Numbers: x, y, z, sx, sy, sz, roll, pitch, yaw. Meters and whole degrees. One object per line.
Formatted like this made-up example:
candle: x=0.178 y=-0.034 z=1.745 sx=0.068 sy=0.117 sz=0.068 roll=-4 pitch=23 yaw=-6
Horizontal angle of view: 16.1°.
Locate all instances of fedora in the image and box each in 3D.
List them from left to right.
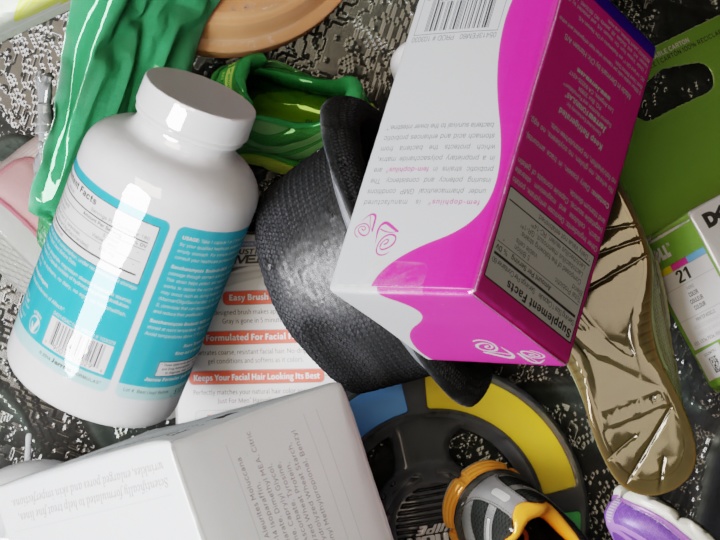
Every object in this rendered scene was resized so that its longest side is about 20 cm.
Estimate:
fedora: x=0.000 y=0.000 z=1.520 sx=0.091 sy=0.201 sz=0.201 roll=-24 pitch=85 yaw=18

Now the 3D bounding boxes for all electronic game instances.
electronic game: x=0.044 y=0.156 z=1.569 sx=0.199 sy=0.042 sz=0.201 roll=0 pitch=91 yaw=-13

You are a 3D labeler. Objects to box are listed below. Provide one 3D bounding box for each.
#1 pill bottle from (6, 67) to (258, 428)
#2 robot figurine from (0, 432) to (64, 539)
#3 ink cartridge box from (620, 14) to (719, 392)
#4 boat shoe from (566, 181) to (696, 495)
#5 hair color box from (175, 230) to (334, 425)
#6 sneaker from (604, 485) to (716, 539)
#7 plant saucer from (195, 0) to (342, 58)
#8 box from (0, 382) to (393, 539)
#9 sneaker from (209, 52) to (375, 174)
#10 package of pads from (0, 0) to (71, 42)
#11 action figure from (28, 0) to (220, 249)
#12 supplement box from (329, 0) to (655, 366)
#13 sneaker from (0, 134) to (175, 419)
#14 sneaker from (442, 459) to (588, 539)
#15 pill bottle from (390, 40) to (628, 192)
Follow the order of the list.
pill bottle: x=-0.128 y=-0.016 z=1.509 sx=0.111 sy=0.111 sz=0.200 roll=28 pitch=109 yaw=13
robot figurine: x=-0.191 y=0.205 z=1.609 sx=0.113 sy=0.169 sz=0.200 roll=-28 pitch=87 yaw=36
ink cartridge box: x=0.230 y=-0.052 z=1.492 sx=0.148 sy=0.076 sz=0.200 roll=-27 pitch=87 yaw=-24
boat shoe: x=0.146 y=0.029 z=1.476 sx=0.073 sy=0.063 sz=0.201 roll=-21 pitch=93 yaw=10
hair color box: x=-0.058 y=0.075 z=1.618 sx=0.111 sy=0.064 sz=0.201 roll=-1 pitch=92 yaw=14
sneaker: x=0.187 y=0.219 z=1.504 sx=0.083 sy=0.081 sz=0.200 roll=-31 pitch=111 yaw=-20
plant saucer: x=-0.087 y=-0.233 z=1.588 sx=0.200 sy=0.032 sz=0.201 roll=2 pitch=82 yaw=-12
box: x=-0.085 y=0.188 z=1.486 sx=0.199 sy=0.130 sz=0.201 roll=-17 pitch=91 yaw=50
sneaker: x=-0.085 y=-0.104 z=1.601 sx=0.199 sy=0.084 sz=0.074 roll=1 pitch=50 yaw=6
package of pads: x=-0.216 y=-0.245 z=1.652 sx=0.199 sy=0.068 sz=0.155 roll=-23 pitch=87 yaw=14
action figure: x=-0.157 y=-0.098 z=1.544 sx=0.055 sy=0.118 sz=0.201 roll=38 pitch=113 yaw=44
supplement box: x=0.074 y=-0.058 z=1.402 sx=0.101 sy=0.103 sz=0.201 roll=2 pitch=65 yaw=40
sneaker: x=-0.161 y=-0.004 z=1.638 sx=0.200 sy=0.075 sz=0.105 roll=48 pitch=59 yaw=-15
sneaker: x=0.124 y=0.204 z=1.537 sx=0.078 sy=0.077 sz=0.200 roll=-43 pitch=107 yaw=-13
pill bottle: x=0.103 y=-0.058 z=1.547 sx=0.112 sy=0.112 sz=0.201 roll=-23 pitch=86 yaw=14
